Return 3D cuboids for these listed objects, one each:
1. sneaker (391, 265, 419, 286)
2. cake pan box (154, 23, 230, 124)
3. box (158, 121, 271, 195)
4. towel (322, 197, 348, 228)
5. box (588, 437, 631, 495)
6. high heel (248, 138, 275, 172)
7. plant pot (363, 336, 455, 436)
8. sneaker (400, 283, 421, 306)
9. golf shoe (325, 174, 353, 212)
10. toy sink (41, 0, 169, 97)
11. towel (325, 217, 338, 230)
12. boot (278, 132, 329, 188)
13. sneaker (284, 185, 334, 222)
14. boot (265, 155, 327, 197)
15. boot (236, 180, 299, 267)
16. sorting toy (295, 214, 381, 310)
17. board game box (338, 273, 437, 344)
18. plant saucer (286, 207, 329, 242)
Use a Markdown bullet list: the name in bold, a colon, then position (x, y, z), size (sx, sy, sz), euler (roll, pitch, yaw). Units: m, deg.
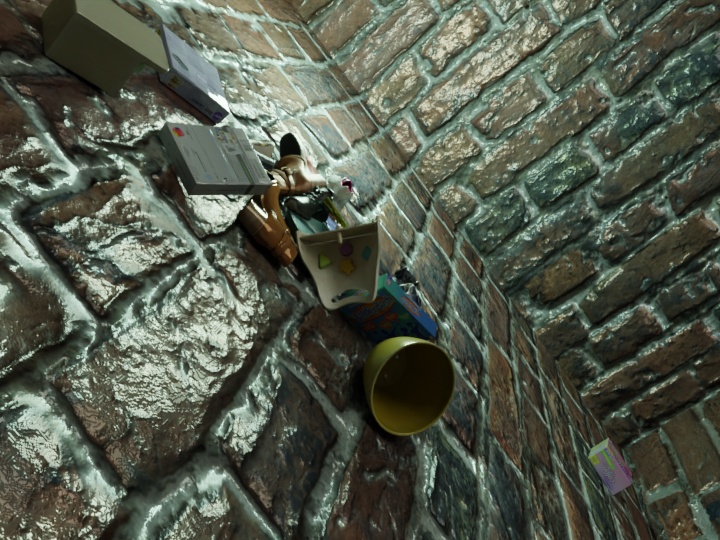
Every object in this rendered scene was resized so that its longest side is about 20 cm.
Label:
- **sneaker**: position (0.098, 0.052, 1.946), size (0.076, 0.113, 0.201), euler (48, 18, -12)
- **cake pan box**: position (-0.403, -0.466, 1.707), size (0.199, 0.052, 0.187), euler (33, 29, -49)
- **box**: position (-0.293, -0.226, 1.463), size (0.198, 0.041, 0.158), euler (-7, 61, -50)
- **towel**: position (-0.047, -0.115, 1.748), size (0.087, 0.018, 0.200), euler (55, 0, 13)
- **box**: position (1.071, 0.835, 3.064), size (0.178, 0.096, 0.199), euler (58, 18, 14)
- **high heel**: position (-0.279, -0.301, 1.726), size (0.140, 0.073, 0.201), euler (23, 15, -19)
- **plant pot**: position (0.082, 0.224, 1.512), size (0.200, 0.201, 0.142), euler (43, -5, -28)
- **sneaker**: position (0.129, 0.115, 1.870), size (0.203, 0.075, 0.150), euler (67, 7, -73)
- **golf shoe**: position (-0.057, -0.242, 2.129), size (0.075, 0.091, 0.202), euler (42, 19, -25)
- **toy sink**: position (-0.474, -0.416, 1.326), size (0.198, 0.112, 0.132), euler (27, 31, -46)
- **towel**: position (-0.038, -0.060, 1.949), size (0.144, 0.024, 0.203), euler (36, 25, -47)
- **boot**: position (-0.151, -0.282, 1.997), size (0.144, 0.071, 0.204), euler (10, 55, -66)
- **sneaker**: position (-0.119, -0.167, 1.704), size (0.075, 0.080, 0.199), euler (34, 11, 13)
- **boot**: position (-0.196, -0.234, 1.800), size (0.153, 0.078, 0.200), euler (-9, 38, -40)
- **boot**: position (-0.185, -0.101, 1.568), size (0.155, 0.073, 0.201), euler (48, 30, -14)
- **sorting toy**: position (-0.034, -0.009, 1.617), size (0.107, 0.194, 0.185), euler (46, 36, -72)
- **board game box**: position (0.064, 0.107, 1.686), size (0.200, 0.150, 0.046), euler (44, 41, -27)
- **plant saucer**: position (-0.122, -0.087, 1.757), size (0.200, 0.036, 0.201), euler (48, 18, -20)
